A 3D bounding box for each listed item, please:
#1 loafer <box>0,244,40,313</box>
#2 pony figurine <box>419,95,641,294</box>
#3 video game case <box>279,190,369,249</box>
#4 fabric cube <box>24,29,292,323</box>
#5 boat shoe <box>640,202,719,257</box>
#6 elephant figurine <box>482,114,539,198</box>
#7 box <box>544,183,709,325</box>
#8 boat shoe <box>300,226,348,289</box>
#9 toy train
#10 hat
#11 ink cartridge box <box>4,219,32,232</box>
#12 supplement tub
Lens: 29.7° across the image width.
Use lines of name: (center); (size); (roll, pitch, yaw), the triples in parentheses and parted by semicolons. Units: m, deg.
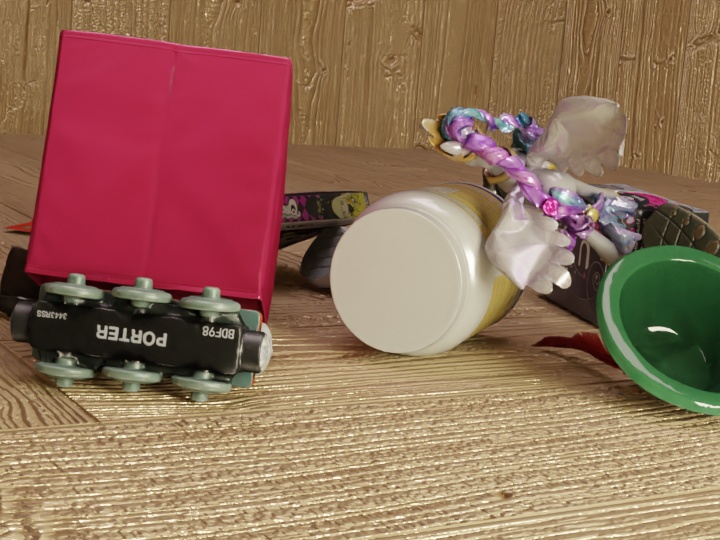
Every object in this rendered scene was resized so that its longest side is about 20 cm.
loafer: (-0.265, -0.003, 1.296); (0.072, 0.073, 0.199); (9, 10, 22)
pony figurine: (0.160, -0.068, 1.174); (0.199, 0.168, 0.192); (26, 4, -45)
video game case: (-0.117, -0.047, 1.533); (0.198, 0.036, 0.180); (-17, -8, 41)
fabric cube: (-0.165, -0.067, 1.165); (0.197, 0.203, 0.196); (7, -10, -3)
boat shoe: (0.360, 0.017, 1.343); (0.200, 0.076, 0.074); (49, 20, 21)
elephant figurine: (0.205, -0.096, 1.698); (0.140, 0.204, 0.154); (-2, 11, -32)
box: (0.279, -0.020, 1.487); (0.113, 0.134, 0.200); (1, 11, -15)
boat shoe: (0.000, 0.000, 1.474); (0.066, 0.074, 0.199); (35, -11, -23)
toy train: (-0.162, 0.049, 1.033); (0.197, 0.087, 0.114); (6, 0, 5)
hat: (0.257, 0.092, 1.166); (0.163, 0.177, 0.202); (5, 47, -7)
ink cartridge box: (-0.344, -0.076, 1.777); (0.160, 0.058, 0.200); (8, 5, 17)
supplement tub: (0.065, -0.003, 1.239); (0.143, 0.148, 0.200); (8, 10, 21)
